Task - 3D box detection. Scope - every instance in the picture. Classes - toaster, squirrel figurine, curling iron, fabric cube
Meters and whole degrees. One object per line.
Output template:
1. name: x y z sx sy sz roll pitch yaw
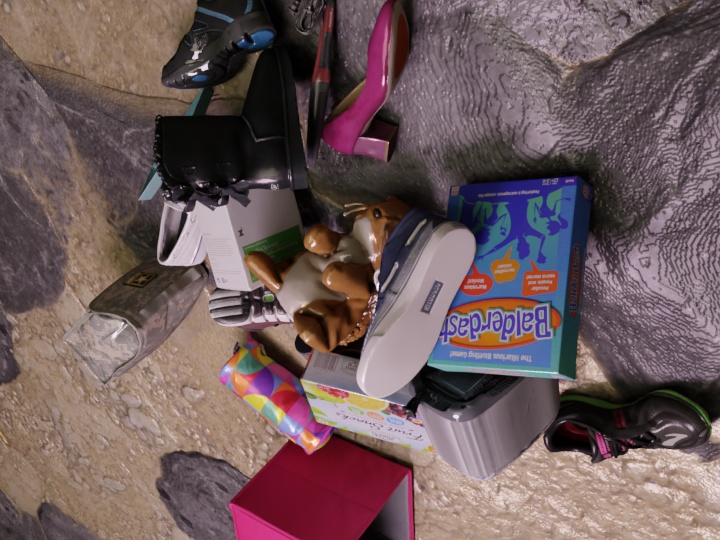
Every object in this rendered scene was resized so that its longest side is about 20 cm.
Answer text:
1. toaster: 0.142 0.146 0.966 0.113 0.200 0.130 24 144 46
2. squirrel figurine: 0.000 0.000 1.020 0.142 0.187 0.200 49 -176 35
3. curling iron: -0.054 -0.215 0.958 0.049 0.026 0.201 4 110 8
4. fabric cube: -0.053 0.391 1.286 0.198 0.200 0.197 18 130 28

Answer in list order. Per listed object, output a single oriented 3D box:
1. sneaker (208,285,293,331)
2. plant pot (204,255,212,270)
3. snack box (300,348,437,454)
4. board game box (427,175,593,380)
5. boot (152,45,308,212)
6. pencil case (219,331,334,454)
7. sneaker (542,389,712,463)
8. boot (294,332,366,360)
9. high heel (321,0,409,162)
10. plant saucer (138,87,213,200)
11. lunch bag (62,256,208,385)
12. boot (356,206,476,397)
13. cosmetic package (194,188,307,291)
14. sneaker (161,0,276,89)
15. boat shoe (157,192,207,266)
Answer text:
1. sneaker: -0.101 0.045 1.170 0.199 0.076 0.116 -2 168 1
2. plant pot: -0.167 -0.041 1.197 0.199 0.027 0.201 20 130 25
3. snack box: 0.031 0.176 1.117 0.199 0.053 0.142 12 151 15
4. board game box: 0.154 0.008 0.885 0.151 0.045 0.201 -2 75 37
5. boot: -0.149 -0.162 0.952 0.073 0.161 0.199 99 163 -67
6. pencil case: -0.121 0.186 1.280 0.200 0.088 0.089 40 135 6
7. sneaker: 0.296 0.185 0.960 0.199 0.084 0.077 -14 111 42
8. boot: 0.018 0.108 1.148 0.199 0.075 0.097 -5 141 30
9. high heel: -0.004 -0.206 0.924 0.096 0.068 0.201 19 133 13
10. plant saucer: -0.249 -0.167 1.149 0.019 0.070 0.200 26 140 -19
11. lunch bag: -0.335 0.063 1.298 0.118 0.164 0.200 50 136 -5
12. boot: 0.044 0.032 0.904 0.073 0.201 0.090 30 -178 -35
13. cosmetic package: -0.146 -0.087 1.062 0.085 0.107 0.201 4 114 50
14. sneaker: -0.175 -0.278 1.022 0.199 0.073 0.082 -19 85 42
15. boat shoe: -0.231 -0.096 1.144 0.073 0.065 0.201 25 113 37
